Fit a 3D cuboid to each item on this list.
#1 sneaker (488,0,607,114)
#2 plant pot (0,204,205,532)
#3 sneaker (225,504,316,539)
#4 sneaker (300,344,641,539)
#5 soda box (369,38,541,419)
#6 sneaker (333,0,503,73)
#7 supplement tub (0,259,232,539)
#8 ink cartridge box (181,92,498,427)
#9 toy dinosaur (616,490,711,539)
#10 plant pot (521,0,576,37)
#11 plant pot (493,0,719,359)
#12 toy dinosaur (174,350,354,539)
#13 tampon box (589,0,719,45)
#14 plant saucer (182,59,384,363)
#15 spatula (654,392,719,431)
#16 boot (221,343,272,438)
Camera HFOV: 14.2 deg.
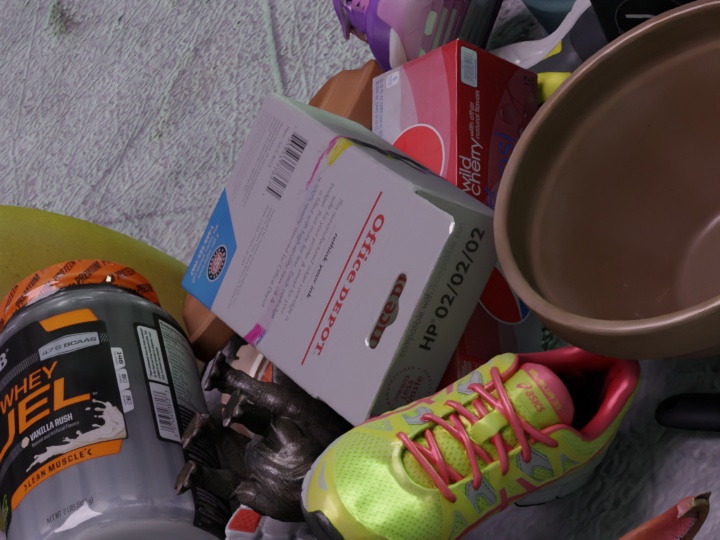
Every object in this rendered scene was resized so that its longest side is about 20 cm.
[{"bbox_3d":[0.119,-0.089,1.554,0.200,0.074,0.085,-28,41,48],"label":"sneaker"},{"bbox_3d":[-0.208,0.040,1.758,0.200,0.142,0.200,-33,34,26],"label":"plant pot"},{"bbox_3d":[-0.037,0.174,1.444,0.077,0.082,0.200,11,33,21],"label":"sneaker"},{"bbox_3d":[0.054,0.076,1.327,0.200,0.078,0.090,-25,-18,-43],"label":"sneaker"},{"bbox_3d":[0.048,-0.012,1.493,0.070,0.063,0.200,-23,57,42],"label":"soda box"},{"bbox_3d":[0.021,-0.148,1.632,0.200,0.088,0.081,-25,-42,-77],"label":"sneaker"},{"bbox_3d":[-0.141,0.097,1.587,0.123,0.123,0.200,-37,45,21],"label":"supplement tub"},{"bbox_3d":[0.000,0.000,1.436,0.200,0.068,0.115,37,105,55],"label":"ink cartridge box"},{"bbox_3d":[0.075,0.143,1.266,0.181,0.200,0.105,4,36,18],"label":"toy dinosaur"},{"bbox_3d":[0.119,-0.245,1.594,0.200,0.196,0.200,-35,32,26],"label":"plant pot"},{"bbox_3d":[0.170,-0.027,1.361,0.201,0.093,0.201,-21,43,21],"label":"plant pot"},{"bbox_3d":[-0.034,0.092,1.445,0.077,0.102,0.200,-60,14,7],"label":"toy dinosaur"},{"bbox_3d":[0.210,-0.194,1.400,0.200,0.150,0.126,1,52,26],"label":"tampon box"},{"bbox_3d":[-0.047,-0.038,1.664,0.200,0.032,0.200,-56,5,8],"label":"plant saucer"},{"bbox_3d":[0.205,0.061,1.301,0.200,0.021,0.057,-9,36,52],"label":"spatula"},{"bbox_3d":[0.018,0.019,1.568,0.107,0.075,0.200,7,58,38],"label":"boot"}]
